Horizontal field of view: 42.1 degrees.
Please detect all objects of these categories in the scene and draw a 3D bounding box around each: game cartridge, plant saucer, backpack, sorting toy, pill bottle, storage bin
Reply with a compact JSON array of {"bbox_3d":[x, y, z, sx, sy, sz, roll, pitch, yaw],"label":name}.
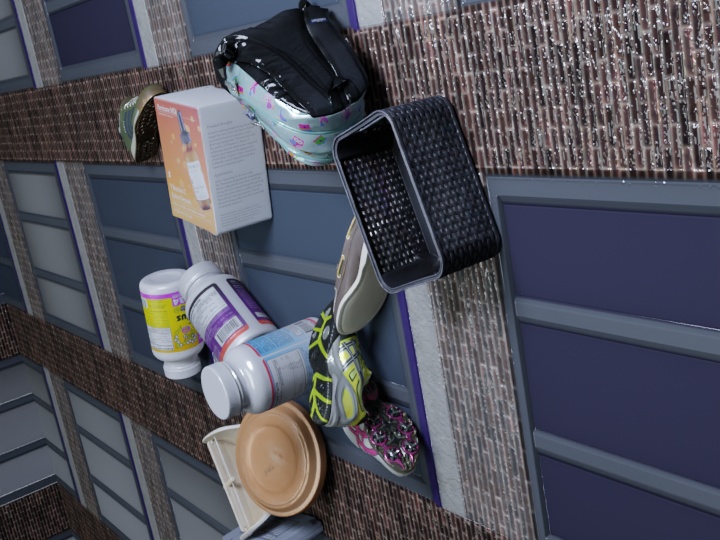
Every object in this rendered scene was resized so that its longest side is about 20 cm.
[{"bbox_3d":[-0.169,0.488,1.710,0.200,0.133,0.041,-13,98,58],"label":"game cartridge"},{"bbox_3d":[-0.143,0.321,1.605,0.199,0.032,0.202,0,90,38],"label":"plant saucer"},{"bbox_3d":[-0.072,-0.232,1.187,0.200,0.167,0.127,45,160,28],"label":"backpack"},{"bbox_3d":[-0.177,0.353,1.694,0.180,0.106,0.201,-45,63,44],"label":"sorting toy"},{"bbox_3d":[-0.230,0.078,1.604,0.200,0.111,0.112,48,141,31],"label":"pill bottle"},{"bbox_3d":[0.063,-0.088,1.100,0.135,0.093,0.201,-21,90,57],"label":"storage bin"},{"bbox_3d":[-0.362,0.105,1.820,0.104,0.104,0.201,19,122,50],"label":"pill bottle"},{"bbox_3d":[-0.135,0.151,1.419,0.109,0.199,0.109,31,131,45],"label":"pill bottle"}]

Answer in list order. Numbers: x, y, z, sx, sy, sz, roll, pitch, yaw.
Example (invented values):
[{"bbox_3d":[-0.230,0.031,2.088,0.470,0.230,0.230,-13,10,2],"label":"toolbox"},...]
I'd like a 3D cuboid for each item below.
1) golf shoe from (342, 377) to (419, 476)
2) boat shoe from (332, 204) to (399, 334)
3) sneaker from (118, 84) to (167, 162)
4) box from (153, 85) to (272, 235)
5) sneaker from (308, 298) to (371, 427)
[{"bbox_3d":[0.023,0.230,1.354,0.200,0.072,0.093,50,147,44],"label":"golf shoe"},{"bbox_3d":[0.000,0.000,1.264,0.060,0.072,0.201,52,140,36],"label":"boat shoe"},{"bbox_3d":[-0.408,-0.288,1.711,0.090,0.067,0.200,54,147,15],"label":"sneaker"},{"bbox_3d":[-0.232,-0.178,1.477,0.152,0.106,0.201,22,124,50],"label":"box"},{"bbox_3d":[-0.027,0.132,1.335,0.075,0.076,0.201,-40,40,50],"label":"sneaker"}]
